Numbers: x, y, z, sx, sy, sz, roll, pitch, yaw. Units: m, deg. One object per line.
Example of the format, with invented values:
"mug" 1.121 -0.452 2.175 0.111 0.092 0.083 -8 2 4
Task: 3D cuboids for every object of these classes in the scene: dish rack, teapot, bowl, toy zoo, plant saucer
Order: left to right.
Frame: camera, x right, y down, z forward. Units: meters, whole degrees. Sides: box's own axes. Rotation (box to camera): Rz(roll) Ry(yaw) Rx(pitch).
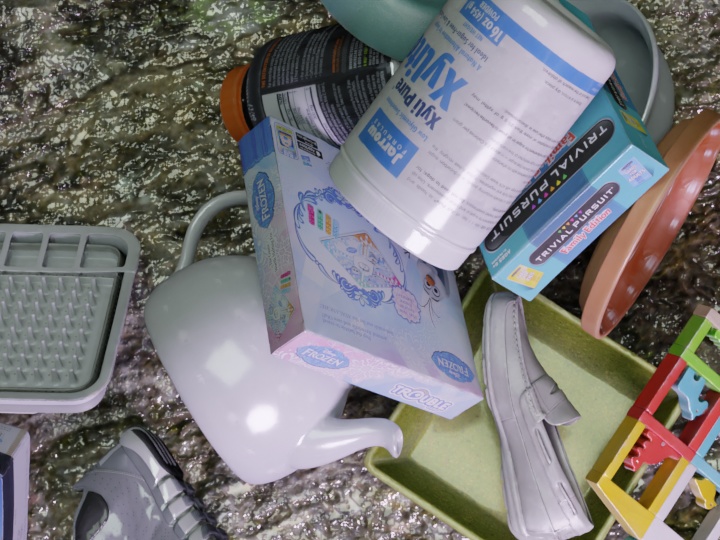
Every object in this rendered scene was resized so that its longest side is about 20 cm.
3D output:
"dish rack" -0.275 0.044 1.417 0.169 0.044 0.201 2 43 3
"teapot" -0.072 0.059 1.366 0.145 0.198 0.201 -32 111 2
"plant saucer" 0.050 -0.253 1.347 0.198 0.036 0.202 10 59 -17
"plant saucer" 0.136 0.132 1.409 0.199 0.048 0.201 32 83 9
"bowl" 0.188 -0.119 1.411 0.200 0.090 0.203 -25 53 39
"plant saucer" 0.228 -0.040 1.357 0.032 0.200 0.201 32 83 15
"toy zoo" 0.264 0.147 1.376 0.131 0.020 0.201 39 81 -24

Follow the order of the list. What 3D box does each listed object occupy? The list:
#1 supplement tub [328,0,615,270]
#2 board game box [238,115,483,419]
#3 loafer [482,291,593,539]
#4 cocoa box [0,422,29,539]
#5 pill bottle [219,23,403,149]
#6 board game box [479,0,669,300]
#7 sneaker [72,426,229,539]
"supplement tub" 0.083 -0.116 1.265 0.132 0.132 0.201 40 104 10
"board game box" 0.000 0.000 1.345 0.043 0.199 0.201 -35 49 31
"loafer" 0.140 0.114 1.351 0.069 0.070 0.202 -11 88 17
"cocoa box" -0.381 0.190 1.368 0.198 0.132 0.134 16 125 7
"pill bottle" -0.022 -0.149 1.413 0.198 0.106 0.108 -6 77 36
"board game box" 0.141 -0.100 1.334 0.151 0.047 0.201 -45 38 24
"sneaker" -0.170 0.238 1.405 0.115 0.075 0.201 -37 69 2
